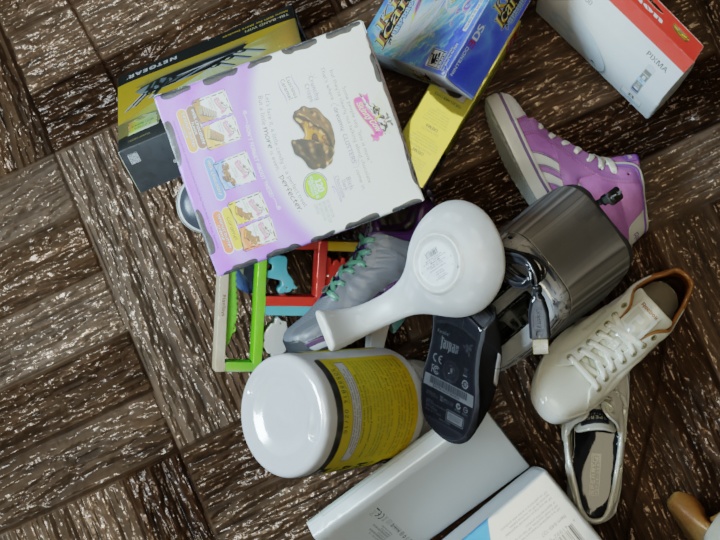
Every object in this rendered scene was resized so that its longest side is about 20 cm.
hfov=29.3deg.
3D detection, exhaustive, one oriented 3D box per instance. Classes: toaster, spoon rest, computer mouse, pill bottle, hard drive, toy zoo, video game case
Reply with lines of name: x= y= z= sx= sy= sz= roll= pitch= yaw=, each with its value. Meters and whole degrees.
toaster: x=0.161 y=0.009 z=1.283 sx=0.114 sy=0.200 sz=0.129 roll=52 pitch=48 yaw=5
spoon rest: x=0.049 y=0.011 z=1.224 sx=0.199 sy=0.060 sz=0.100 roll=-31 pitch=76 yaw=35
computer mouse: x=0.118 y=0.064 z=1.222 sx=0.140 sy=0.046 sz=0.203 roll=17 pitch=111 yaw=45
pill bottle: x=-0.008 y=0.129 z=1.294 sx=0.110 sy=0.199 sz=0.113 roll=0 pitch=91 yaw=40
hard drive: x=0.058 y=0.215 z=1.329 sx=0.199 sy=0.132 sz=0.026 roll=-37 pitch=50 yaw=3
toy zoo: x=-0.046 y=0.035 z=1.363 sx=0.197 sy=0.020 sz=0.133 roll=1 pitch=98 yaw=-17
video game case: x=0.099 y=-0.276 z=1.324 sx=0.045 sy=0.181 sz=0.201 roll=30 pitch=91 yaw=-31

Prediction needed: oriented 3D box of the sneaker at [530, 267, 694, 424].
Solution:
sneaker: x=0.238 y=0.061 z=1.298 sx=0.073 sy=0.085 sz=0.200 roll=45 pitch=66 yaw=9

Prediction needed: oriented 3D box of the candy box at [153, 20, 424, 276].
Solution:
candy box: x=-0.061 y=-0.108 z=1.237 sx=0.198 sy=0.072 sz=0.170 roll=-19 pitch=93 yaw=1

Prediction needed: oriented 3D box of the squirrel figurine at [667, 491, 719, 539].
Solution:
squirrel figurine: x=0.428 y=0.251 z=1.299 sx=0.186 sy=0.141 sz=0.201 roll=-34 pitch=99 yaw=-7

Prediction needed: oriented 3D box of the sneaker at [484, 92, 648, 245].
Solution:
sneaker: x=0.209 y=-0.106 z=1.358 sx=0.114 sy=0.073 sz=0.202 roll=-33 pitch=94 yaw=-1

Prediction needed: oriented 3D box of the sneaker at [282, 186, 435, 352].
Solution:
sneaker: x=0.000 y=0.000 z=1.320 sx=0.199 sy=0.074 sz=0.088 roll=-31 pitch=108 yaw=-12

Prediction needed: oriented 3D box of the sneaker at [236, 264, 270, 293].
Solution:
sneaker: x=-0.065 y=-0.067 z=1.378 sx=0.087 sy=0.075 sz=0.202 roll=19 pitch=90 yaw=6

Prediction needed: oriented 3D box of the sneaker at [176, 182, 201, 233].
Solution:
sneaker: x=-0.079 y=-0.085 z=1.311 sx=0.197 sy=0.079 sz=0.080 roll=-15 pitch=91 yaw=-8

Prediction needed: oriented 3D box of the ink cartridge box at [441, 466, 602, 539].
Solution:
ink cartridge box: x=0.175 y=0.309 z=1.296 sx=0.147 sy=0.145 sz=0.201 roll=-38 pitch=84 yaw=-3

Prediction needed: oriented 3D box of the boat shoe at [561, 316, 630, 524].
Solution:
boat shoe: x=0.226 y=0.146 z=1.341 sx=0.071 sy=0.066 sz=0.203 roll=4 pitch=87 yaw=7

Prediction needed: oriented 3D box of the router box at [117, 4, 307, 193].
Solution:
router box: x=-0.140 y=-0.171 z=1.352 sx=0.198 sy=0.158 sz=0.053 roll=-22 pitch=125 yaw=4

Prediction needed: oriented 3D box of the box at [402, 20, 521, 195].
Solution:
box: x=0.088 y=-0.166 z=1.368 sx=0.050 sy=0.075 sz=0.202 roll=30 pitch=90 yaw=4

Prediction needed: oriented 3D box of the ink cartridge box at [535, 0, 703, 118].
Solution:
ink cartridge box: x=0.238 y=-0.228 z=1.290 sx=0.047 sy=0.200 sz=0.160 roll=-44 pitch=84 yaw=2
